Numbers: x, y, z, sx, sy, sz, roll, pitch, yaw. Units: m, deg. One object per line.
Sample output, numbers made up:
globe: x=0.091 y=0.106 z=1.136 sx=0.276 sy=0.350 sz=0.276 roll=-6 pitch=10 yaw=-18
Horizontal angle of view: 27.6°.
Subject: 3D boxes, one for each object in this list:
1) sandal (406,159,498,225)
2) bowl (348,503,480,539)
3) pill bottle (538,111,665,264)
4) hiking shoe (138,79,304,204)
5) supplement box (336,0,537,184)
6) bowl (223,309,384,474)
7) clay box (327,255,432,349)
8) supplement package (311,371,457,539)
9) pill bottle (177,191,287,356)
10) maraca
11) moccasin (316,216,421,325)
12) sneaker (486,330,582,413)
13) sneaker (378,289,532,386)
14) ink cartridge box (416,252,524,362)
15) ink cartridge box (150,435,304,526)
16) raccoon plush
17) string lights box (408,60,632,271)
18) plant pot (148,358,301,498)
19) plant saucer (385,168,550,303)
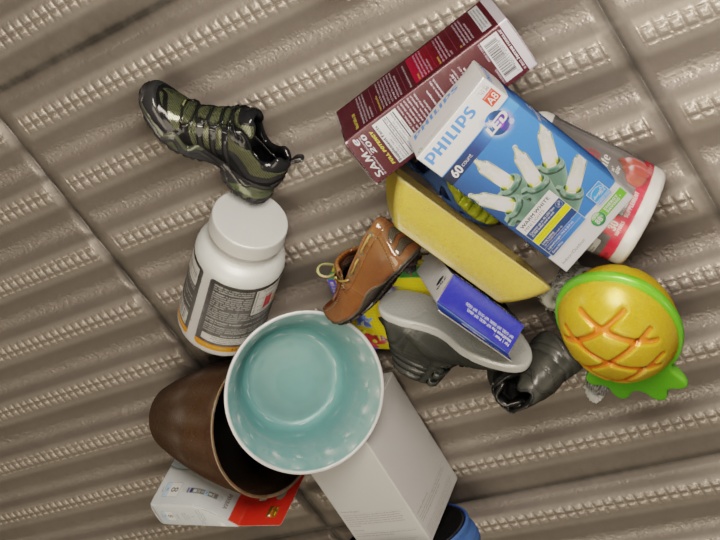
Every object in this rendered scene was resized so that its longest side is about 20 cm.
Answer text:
sandal: x=0.086 y=-0.126 z=1.609 sx=0.200 sy=0.080 sz=0.087 roll=44 pitch=162 yaw=-20
bowl: x=0.063 y=0.373 z=1.971 sx=0.199 sy=0.200 sz=0.040 roll=-12 pitch=104 yaw=34
pill bottle: x=0.209 y=-0.098 z=1.535 sx=0.198 sy=0.111 sz=0.111 roll=27 pitch=136 yaw=2
hiking shoe: x=-0.161 y=-0.169 z=1.695 sx=0.199 sy=0.076 sz=0.101 roll=35 pitch=127 yaw=-19
supplement box: x=0.073 y=-0.182 z=1.469 sx=0.199 sy=0.109 sz=0.061 roll=-36 pitch=111 yaw=9
bowl: x=-0.077 y=0.142 z=1.818 sx=0.201 sy=0.201 sz=0.105 roll=42 pitch=177 yaw=-13
clay box: x=0.069 y=0.039 z=1.772 sx=0.198 sy=0.048 sz=0.116 roll=-1 pitch=128 yaw=28
supplement package: x=0.021 y=0.251 z=1.933 sx=0.120 sy=0.120 sz=0.201 roll=-11 pitch=124 yaw=34
pill bottle: x=-0.155 y=0.003 z=1.803 sx=0.115 sy=0.117 sz=0.201 roll=26 pitch=136 yaw=3
maraca: x=0.279 y=0.072 z=1.553 sx=0.136 sy=0.108 sz=0.201 roll=3 pitch=139 yaw=29
moccasin: x=-0.001 y=0.001 z=1.684 sx=0.078 sy=0.074 sz=0.202 roll=45 pitch=152 yaw=4
sneaker: x=0.184 y=0.126 z=1.730 sx=0.076 sy=0.091 sz=0.200 roll=46 pitch=163 yaw=-1
sneaker: x=0.114 y=0.096 z=1.712 sx=0.198 sy=0.071 sz=0.100 roll=19 pitch=138 yaw=27
ink cartridge box: x=0.119 y=0.034 z=1.573 sx=0.099 sy=0.200 sz=0.039 roll=35 pitch=98 yaw=-11
ink cartridge box: x=-0.173 y=0.279 z=2.026 sx=0.198 sy=0.161 sz=0.048 roll=-5 pitch=128 yaw=29
raccoon plush: x=0.251 y=0.075 z=1.689 sx=0.133 sy=0.097 sz=0.201 roll=32 pitch=136 yaw=7
string lights box: x=0.156 y=-0.100 z=1.425 sx=0.199 sy=0.059 sz=0.103 roll=34 pitch=107 yaw=-20
plant pot: x=-0.191 y=0.204 z=1.974 sx=0.199 sy=0.187 sz=0.188 roll=-2 pitch=129 yaw=45
plant saucer: x=0.102 y=-0.034 z=1.593 sx=0.199 sy=0.200 sz=0.049 roll=36 pitch=95 yaw=-6
